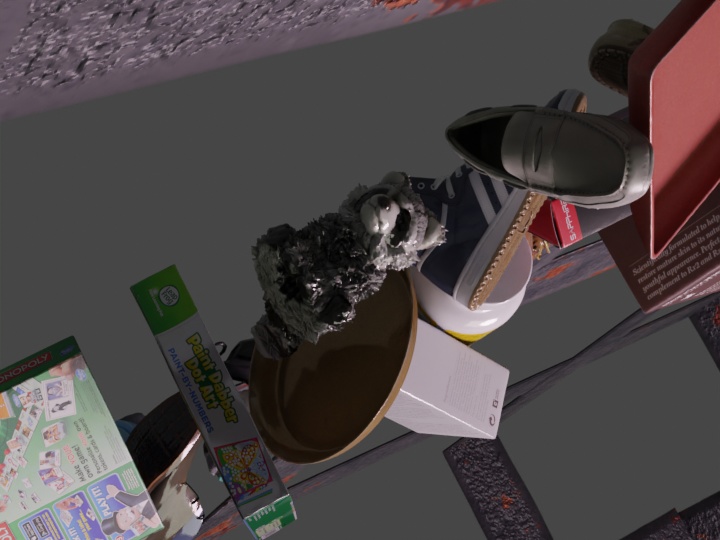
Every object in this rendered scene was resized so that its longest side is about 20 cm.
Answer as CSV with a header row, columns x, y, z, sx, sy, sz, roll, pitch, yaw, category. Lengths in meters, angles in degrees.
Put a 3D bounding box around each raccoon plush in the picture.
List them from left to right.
x,y,z,sx,sy,sz,roll,pitch,yaw,category
-0.019,-0.010,1.204,0.133,0.097,0.200,-32,-179,-25,raccoon plush

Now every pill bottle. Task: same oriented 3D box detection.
x,y,z,sx,sy,sz,roll,pitch,yaw,category
0.090,0.012,1.388,0.112,0.113,0.200,-24,173,-18,pill bottle

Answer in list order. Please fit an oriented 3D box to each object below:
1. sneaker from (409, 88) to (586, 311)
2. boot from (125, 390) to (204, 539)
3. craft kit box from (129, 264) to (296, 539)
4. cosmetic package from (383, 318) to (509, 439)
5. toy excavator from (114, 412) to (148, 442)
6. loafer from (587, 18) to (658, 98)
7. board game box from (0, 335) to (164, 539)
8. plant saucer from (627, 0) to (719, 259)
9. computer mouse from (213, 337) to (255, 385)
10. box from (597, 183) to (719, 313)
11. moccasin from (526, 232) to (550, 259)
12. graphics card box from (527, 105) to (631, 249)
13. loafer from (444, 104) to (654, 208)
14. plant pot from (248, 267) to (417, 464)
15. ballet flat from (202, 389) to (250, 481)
x,y,z,sx,sy,sz,roll,pitch,yaw,category
0.100,-0.079,1.225,0.201,0.108,0.070,-60,163,0,sneaker
-0.184,0.202,1.426,0.200,0.075,0.097,-51,136,8,boot
-0.114,0.113,1.186,0.048,0.199,0.200,-29,168,-8,craft kit box
0.038,0.092,1.363,0.101,0.072,0.199,-1,159,41,cosmetic package
-0.305,0.215,1.457,0.194,0.100,0.200,-34,154,15,toy excavator
0.238,-0.163,1.167,0.200,0.075,0.069,23,90,-63,loafer
-0.252,0.162,1.186,0.134,0.029,0.201,-25,126,-11,board game box
0.256,-0.141,1.098,0.200,0.037,0.201,-46,147,-24,plant saucer
-0.075,0.094,1.424,0.198,0.053,0.139,-13,164,-1,computer mouse
0.358,-0.075,1.546,0.166,0.165,0.199,-37,165,33,box
0.160,-0.036,1.488,0.078,0.074,0.201,-38,164,1,moccasin
0.227,-0.094,1.320,0.198,0.051,0.125,-24,-158,-14,graphics card box
0.135,-0.085,1.081,0.069,0.071,0.199,2,-173,-31,loafer
-0.020,0.068,1.237,0.027,0.202,0.199,27,130,-38,plant pot
-0.111,0.152,1.417,0.072,0.073,0.200,-22,171,-25,ballet flat
